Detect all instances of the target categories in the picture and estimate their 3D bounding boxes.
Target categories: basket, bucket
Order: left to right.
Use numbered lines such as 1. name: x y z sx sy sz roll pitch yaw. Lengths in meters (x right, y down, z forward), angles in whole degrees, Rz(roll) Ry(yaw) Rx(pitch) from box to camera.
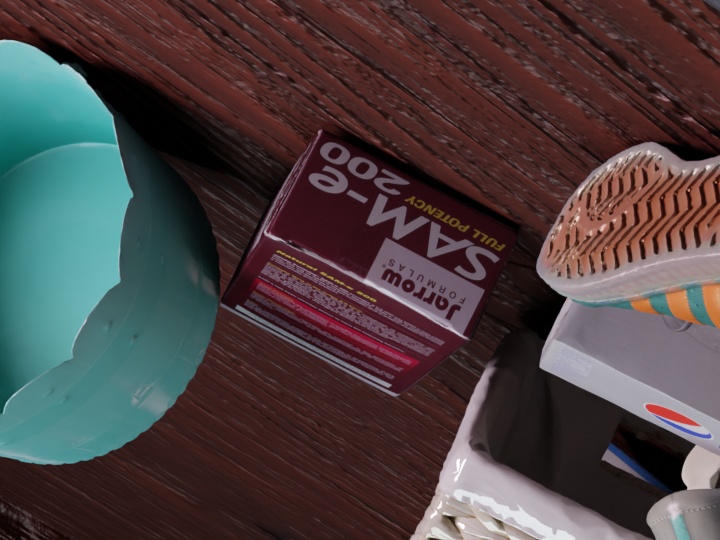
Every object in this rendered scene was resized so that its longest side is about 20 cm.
1. bucket: -0.177 -0.002 1.514 0.206 0.208 0.135 20 173 27
2. basket: 0.115 0.160 1.465 0.198 0.161 0.200 27 -162 2

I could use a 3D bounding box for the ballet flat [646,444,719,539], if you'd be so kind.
1. ballet flat: 0.184 0.093 1.367 0.067 0.200 0.064 -25 92 28

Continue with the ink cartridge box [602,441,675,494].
1. ink cartridge box: 0.178 0.188 1.693 0.144 0.084 0.200 39 175 27

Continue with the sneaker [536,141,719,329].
1. sneaker: 0.143 -0.002 1.153 0.080 0.072 0.200 37 163 -22

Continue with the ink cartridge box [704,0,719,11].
1. ink cartridge box: 0.082 -0.143 0.806 0.197 0.047 0.200 33 168 -19

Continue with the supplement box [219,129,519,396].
1. supplement box: 0.000 0.000 1.464 0.108 0.061 0.200 28 168 -4

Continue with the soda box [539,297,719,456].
1. soda box: 0.180 0.050 1.282 0.199 0.068 0.063 27 169 4
